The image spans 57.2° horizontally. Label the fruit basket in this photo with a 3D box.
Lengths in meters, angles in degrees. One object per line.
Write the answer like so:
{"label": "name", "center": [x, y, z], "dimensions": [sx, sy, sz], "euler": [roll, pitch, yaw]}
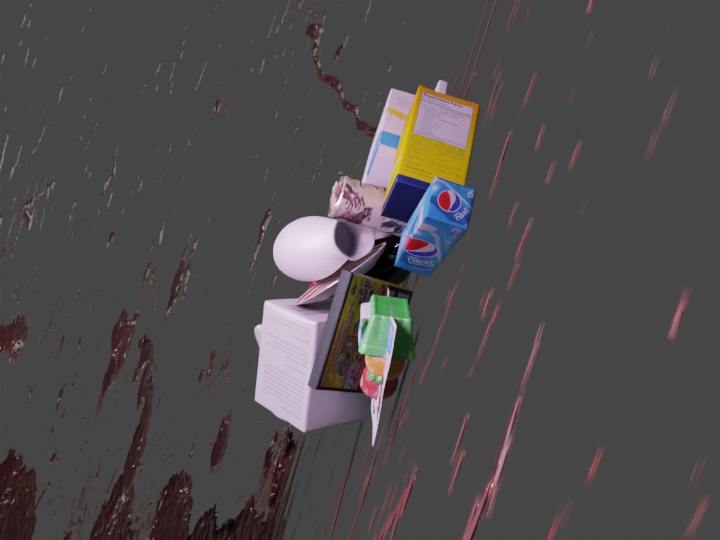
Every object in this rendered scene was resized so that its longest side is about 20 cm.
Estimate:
{"label": "fruit basket", "center": [0.028, 0.146, 1.054], "dimensions": [0.185, 0.094, 0.200], "euler": [-88, 12, -74]}

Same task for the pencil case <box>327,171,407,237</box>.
{"label": "pencil case", "center": [0.046, -0.107, 1.136], "dimensions": [0.090, 0.200, 0.078], "euler": [-90, 19, -47]}

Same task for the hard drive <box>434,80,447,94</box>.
{"label": "hard drive", "center": [0.169, -0.342, 1.576], "dimensions": [0.132, 0.027, 0.200], "euler": [111, 173, -51]}

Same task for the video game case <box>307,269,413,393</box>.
{"label": "video game case", "center": [0.004, 0.112, 1.138], "dimensions": [0.181, 0.025, 0.200], "euler": [17, -90, -50]}

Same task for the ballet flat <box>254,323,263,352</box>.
{"label": "ballet flat", "center": [-0.151, 0.192, 1.311], "dimensions": [0.200, 0.069, 0.069], "euler": [58, -155, -30]}

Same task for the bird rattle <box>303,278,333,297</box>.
{"label": "bird rattle", "center": [-0.102, 0.093, 1.367], "dimensions": [0.200, 0.113, 0.163], "euler": [-56, -8, -8]}

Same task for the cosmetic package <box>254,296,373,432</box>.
{"label": "cosmetic package", "center": [-0.077, 0.165, 1.221], "dimensions": [0.167, 0.166, 0.200], "euler": [18, 104, 47]}

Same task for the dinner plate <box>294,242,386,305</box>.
{"label": "dinner plate", "center": [-0.032, 0.012, 1.196], "dimensions": [0.200, 0.024, 0.200], "euler": [-32, 5, 3]}

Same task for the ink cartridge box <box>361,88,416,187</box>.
{"label": "ink cartridge box", "center": [0.093, -0.221, 1.266], "dimensions": [0.147, 0.144, 0.200], "euler": [112, 174, -46]}

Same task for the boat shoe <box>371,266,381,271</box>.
{"label": "boat shoe", "center": [0.000, 0.000, 1.375], "dimensions": [0.072, 0.200, 0.065], "euler": [-39, -10, -30]}

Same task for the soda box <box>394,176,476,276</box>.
{"label": "soda box", "center": [0.108, -0.060, 0.997], "dimensions": [0.200, 0.064, 0.068], "euler": [115, 171, -68]}

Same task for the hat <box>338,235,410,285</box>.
{"label": "hat", "center": [0.059, -0.022, 1.301], "dimensions": [0.200, 0.081, 0.201], "euler": [-24, 37, 20]}

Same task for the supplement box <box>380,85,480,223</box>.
{"label": "supplement box", "center": [0.114, -0.180, 1.078], "dimensions": [0.110, 0.109, 0.200], "euler": [116, 171, -62]}

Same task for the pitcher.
{"label": "pitcher", "center": [-0.054, -0.049, 1.247], "dimensions": [0.200, 0.171, 0.121], "euler": [-13, 87, 45]}
